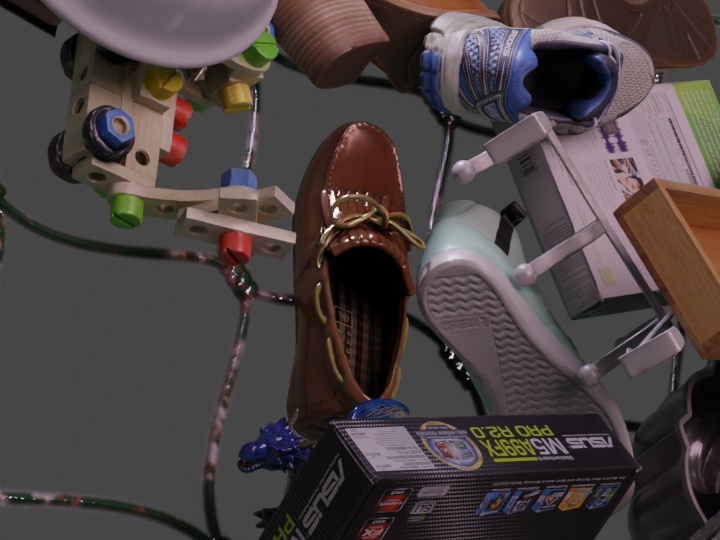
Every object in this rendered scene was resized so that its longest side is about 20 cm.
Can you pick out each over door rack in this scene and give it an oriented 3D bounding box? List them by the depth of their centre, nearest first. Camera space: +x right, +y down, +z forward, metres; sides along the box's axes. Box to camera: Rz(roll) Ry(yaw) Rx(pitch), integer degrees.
[{"bbox_3d":[0.112,-0.011,1.536,0.148,0.066,0.200,57,6,1],"label":"over door rack"}]

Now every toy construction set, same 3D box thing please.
[{"bbox_3d":[-0.098,-0.083,1.518,0.131,0.092,0.201,24,41,-32],"label":"toy construction set"}]

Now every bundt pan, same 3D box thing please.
[{"bbox_3d":[0.232,0.155,1.681,0.201,0.076,0.203,28,47,-34],"label":"bundt pan"}]

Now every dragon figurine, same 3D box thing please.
[{"bbox_3d":[0.009,0.109,1.478,0.199,0.100,0.059,-9,55,-43],"label":"dragon figurine"}]

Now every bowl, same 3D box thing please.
[{"bbox_3d":[-0.100,-0.215,1.467,0.200,0.090,0.202,22,51,-30],"label":"bowl"}]

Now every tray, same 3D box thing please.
[{"bbox_3d":[0.225,0.005,1.590,0.200,0.037,0.099,7,49,-57],"label":"tray"}]

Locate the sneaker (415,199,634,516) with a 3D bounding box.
[{"bbox_3d":[0.103,0.046,1.637,0.201,0.073,0.118,57,18,-21],"label":"sneaker"}]

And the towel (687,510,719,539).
[{"bbox_3d":[0.238,0.227,1.577,0.192,0.200,0.035,40,13,-18],"label":"towel"}]

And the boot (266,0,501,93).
[{"bbox_3d":[-0.010,-0.185,1.680,0.199,0.077,0.156,-14,65,-49],"label":"boot"}]

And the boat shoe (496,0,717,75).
[{"bbox_3d":[0.149,-0.151,1.807,0.199,0.065,0.073,-6,83,-46],"label":"boat shoe"}]

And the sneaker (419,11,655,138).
[{"bbox_3d":[0.125,-0.110,1.669,0.199,0.085,0.078,-5,105,-49],"label":"sneaker"}]

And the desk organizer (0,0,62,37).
[{"bbox_3d":[-0.163,-0.239,1.550,0.072,0.077,0.201,29,49,-28],"label":"desk organizer"}]

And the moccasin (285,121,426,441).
[{"bbox_3d":[-0.001,-0.001,1.558,0.073,0.078,0.202,27,50,-21],"label":"moccasin"}]

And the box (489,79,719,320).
[{"bbox_3d":[0.182,-0.048,1.797,0.199,0.036,0.145,-7,71,-44],"label":"box"}]

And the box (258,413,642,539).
[{"bbox_3d":[0.032,0.147,1.440,0.199,0.161,0.044,2,38,-43],"label":"box"}]
